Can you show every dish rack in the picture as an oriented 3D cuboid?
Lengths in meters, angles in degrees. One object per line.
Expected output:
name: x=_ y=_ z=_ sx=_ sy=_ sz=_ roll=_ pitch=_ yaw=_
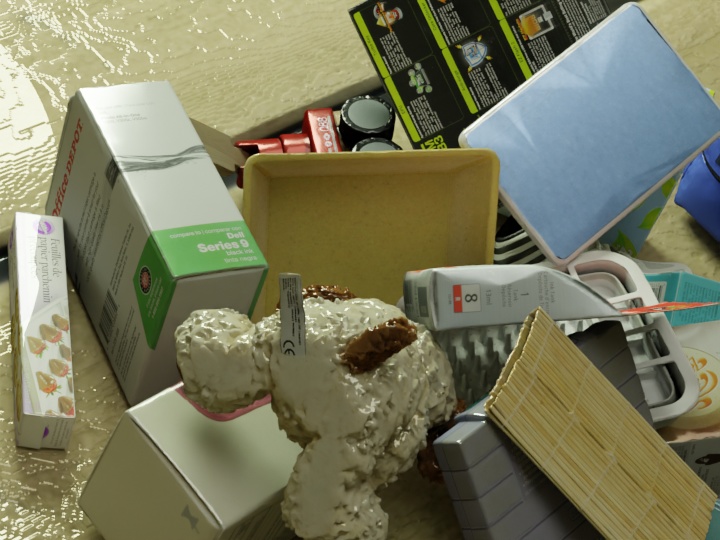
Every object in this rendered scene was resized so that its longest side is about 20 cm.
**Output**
dish rack: x=0.135 y=0.071 z=1.606 sx=0.199 sy=0.044 sz=0.172 roll=-11 pitch=48 yaw=-13

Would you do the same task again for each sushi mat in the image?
sushi mat: x=0.163 y=0.125 z=1.444 sx=0.200 sy=0.012 sz=0.096 roll=46 pitch=49 yaw=-18

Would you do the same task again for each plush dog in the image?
plush dog: x=-0.001 y=0.070 z=1.431 sx=0.200 sy=0.160 sz=0.172 roll=50 pitch=22 yaw=9

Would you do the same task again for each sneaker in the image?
sneaker: x=0.195 y=-0.014 z=1.773 sx=0.199 sy=0.116 sz=0.076 roll=-8 pitch=17 yaw=-28

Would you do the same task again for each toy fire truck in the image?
toy fire truck: x=-0.061 y=-0.060 z=1.731 sx=0.199 sy=0.129 sz=0.177 roll=-4 pitch=49 yaw=-10

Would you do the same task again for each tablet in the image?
tablet: x=0.184 y=-0.108 z=1.683 sx=0.200 sy=0.014 sz=0.130 roll=-38 pitch=89 yaw=-20

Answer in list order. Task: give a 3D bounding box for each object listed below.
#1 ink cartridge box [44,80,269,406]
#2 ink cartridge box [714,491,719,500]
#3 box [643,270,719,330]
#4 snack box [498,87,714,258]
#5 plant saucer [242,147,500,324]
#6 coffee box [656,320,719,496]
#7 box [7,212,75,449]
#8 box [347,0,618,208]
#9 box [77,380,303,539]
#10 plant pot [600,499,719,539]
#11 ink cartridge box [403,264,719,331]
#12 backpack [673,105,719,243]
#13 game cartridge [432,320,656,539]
ink cartridge box: x=-0.158 y=-0.024 z=1.622 sx=0.084 sy=0.146 sz=0.201 roll=-9 pitch=52 yaw=-29
ink cartridge box: x=0.259 y=0.128 z=1.722 sx=0.199 sy=0.047 sz=0.161 roll=23 pitch=44 yaw=-4
box: x=0.311 y=0.048 z=1.761 sx=0.199 sy=0.082 sz=0.049 roll=16 pitch=82 yaw=-27
snack box: x=0.176 y=-0.115 z=1.834 sx=0.199 sy=0.169 sz=0.068 roll=23 pitch=40 yaw=1
plant saucer: x=0.000 y=0.000 z=1.646 sx=0.199 sy=0.201 sz=0.048 roll=-2 pitch=19 yaw=-16
coffee box: x=0.199 y=0.115 z=1.652 sx=0.199 sy=0.080 sz=0.115 roll=-6 pitch=47 yaw=-9
box: x=-0.238 y=0.043 z=1.602 sx=0.038 sy=0.042 sz=0.201 roll=6 pitch=47 yaw=-18
box: x=0.117 y=-0.163 z=1.741 sx=0.201 sy=0.192 sz=0.048 roll=63 pitch=6 yaw=-2
box: x=-0.079 y=0.130 z=1.514 sx=0.200 sy=0.128 sz=0.109 roll=-27 pitch=70 yaw=-40
plant pot: x=0.219 y=0.235 z=1.539 sx=0.199 sy=0.135 sz=0.201 roll=12 pitch=45 yaw=-12
ink cartridge box: x=0.137 y=0.013 z=1.530 sx=0.199 sy=0.162 sz=0.050 roll=-7 pitch=90 yaw=-5
backpack: x=0.382 y=-0.109 z=1.894 sx=0.162 sy=0.200 sz=0.168 roll=42 pitch=46 yaw=18
game cartridge: x=0.131 y=0.127 z=1.462 sx=0.200 sy=0.038 sz=0.130 roll=-31 pitch=103 yaw=-44
